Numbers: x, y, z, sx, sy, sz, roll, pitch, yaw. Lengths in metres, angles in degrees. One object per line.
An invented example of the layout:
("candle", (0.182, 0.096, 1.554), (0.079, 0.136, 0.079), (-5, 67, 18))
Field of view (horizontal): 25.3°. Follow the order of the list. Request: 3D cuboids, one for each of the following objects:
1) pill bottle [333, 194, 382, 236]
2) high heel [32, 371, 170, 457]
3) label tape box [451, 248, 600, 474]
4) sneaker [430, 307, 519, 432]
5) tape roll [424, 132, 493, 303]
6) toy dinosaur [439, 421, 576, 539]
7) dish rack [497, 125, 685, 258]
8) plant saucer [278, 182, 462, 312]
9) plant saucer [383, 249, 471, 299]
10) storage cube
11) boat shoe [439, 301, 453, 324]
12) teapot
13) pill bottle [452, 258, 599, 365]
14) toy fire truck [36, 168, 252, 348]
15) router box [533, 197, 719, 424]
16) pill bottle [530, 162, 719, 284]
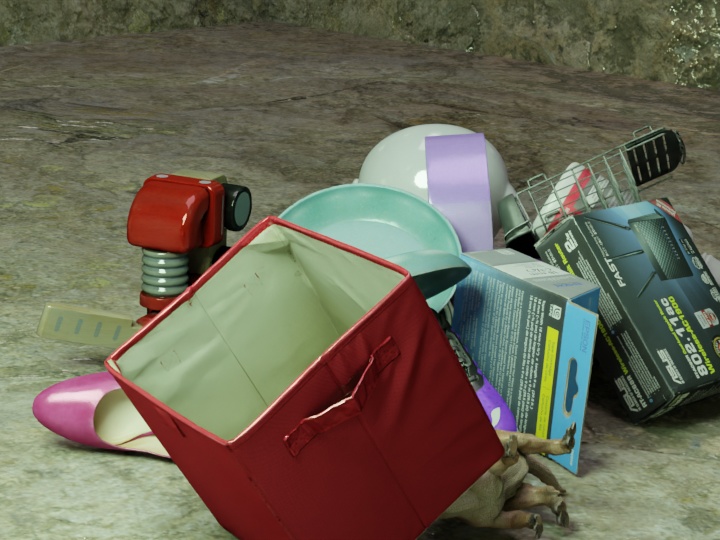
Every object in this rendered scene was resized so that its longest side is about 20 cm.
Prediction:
("pill bottle", (0.005, -0.032, 1.730), (0.112, 0.113, 0.200), (7, -3, 13))
("high heel", (-0.167, 0.128, 1.313), (0.199, 0.068, 0.096), (13, 3, -13))
("label tape box", (0.160, 0.076, 1.416), (0.063, 0.145, 0.200), (-4, 18, -32))
("sneaker", (0.067, 0.089, 1.375), (0.069, 0.100, 0.200), (-28, 30, -7))
("tape roll", (0.105, -0.044, 1.701), (0.065, 0.201, 0.200), (-3, 16, 2))
("toy dinosaur", (0.085, 0.157, 1.237), (0.135, 0.086, 0.200), (-1, 4, 32))
("dish rack", (0.234, -0.071, 1.594), (0.200, 0.055, 0.153), (-25, -17, 7))
("plant saucer", (0.000, 0.000, 1.568), (0.199, 0.036, 0.200), (-1, 51, 2))
("plant saucer", (0.000, 0.023, 1.406), (0.200, 0.027, 0.200), (-19, -10, -3))
("storage cube", (-0.037, 0.098, 1.124), (0.171, 0.180, 0.200), (-43, 36, -19))
("boat shoe", (0.004, 0.048, 1.621), (0.200, 0.075, 0.062), (6, 16, 33))
("teapot", (0.084, -0.068, 1.912), (0.197, 0.200, 0.146), (29, 44, -31))
("pill bottle", (0.199, 0.042, 1.598), (0.199, 0.113, 0.112), (-5, 17, -25))
("toy fire truck", (-0.204, 0.004, 1.541), (0.128, 0.177, 0.200), (9, 18, 19))
("router box", (0.275, 0.034, 1.520), (0.150, 0.200, 0.062), (-12, -23, -42))
("pill bottle", (0.285, -0.021, 1.714), (0.200, 0.111, 0.111), (31, 21, 8))
